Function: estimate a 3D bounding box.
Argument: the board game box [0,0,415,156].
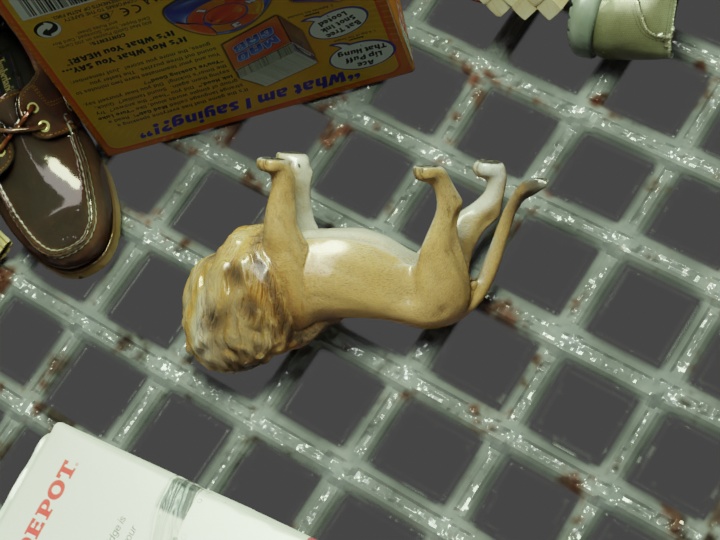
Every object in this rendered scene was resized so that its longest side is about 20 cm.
[{"bbox_3d":[-0.099,-0.220,0.957,0.199,0.200,0.201,-15,63,6],"label":"board game box"}]

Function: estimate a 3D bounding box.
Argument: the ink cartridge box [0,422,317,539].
[{"bbox_3d":[-0.096,0.186,0.828,0.199,0.084,0.145,21,72,21],"label":"ink cartridge box"}]

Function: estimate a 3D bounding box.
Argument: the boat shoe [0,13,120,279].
[{"bbox_3d":[-0.205,-0.087,0.995,0.070,0.070,0.200,-29,63,0],"label":"boat shoe"}]

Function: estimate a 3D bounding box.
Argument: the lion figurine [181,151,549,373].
[{"bbox_3d":[0.000,0.000,0.900,0.199,0.072,0.123,3,99,8],"label":"lion figurine"}]

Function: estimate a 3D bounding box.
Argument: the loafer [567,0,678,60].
[{"bbox_3d":[0.189,-0.202,0.957,0.069,0.075,0.201,24,82,17],"label":"loafer"}]

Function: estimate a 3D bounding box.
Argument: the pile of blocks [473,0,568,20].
[{"bbox_3d":[0.092,-0.215,0.995,0.062,0.082,0.201,-40,35,43],"label":"pile of blocks"}]

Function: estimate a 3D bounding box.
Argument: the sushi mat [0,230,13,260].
[{"bbox_3d":[-0.305,-0.038,1.027,0.096,0.012,0.200,-45,63,-9],"label":"sushi mat"}]
